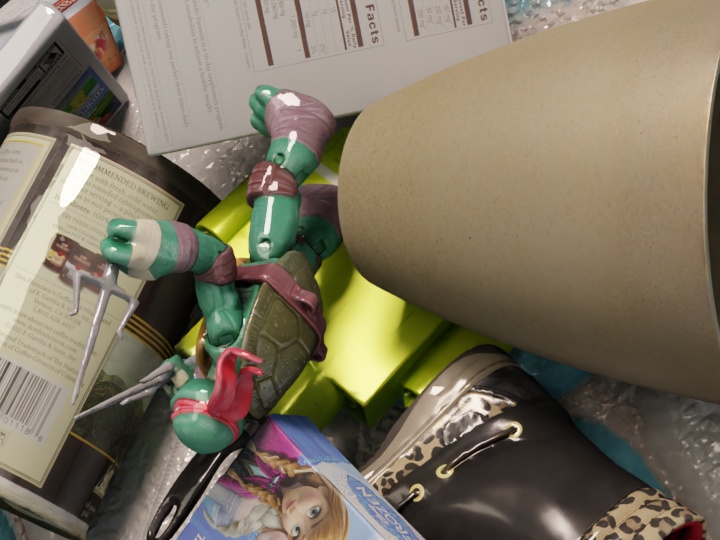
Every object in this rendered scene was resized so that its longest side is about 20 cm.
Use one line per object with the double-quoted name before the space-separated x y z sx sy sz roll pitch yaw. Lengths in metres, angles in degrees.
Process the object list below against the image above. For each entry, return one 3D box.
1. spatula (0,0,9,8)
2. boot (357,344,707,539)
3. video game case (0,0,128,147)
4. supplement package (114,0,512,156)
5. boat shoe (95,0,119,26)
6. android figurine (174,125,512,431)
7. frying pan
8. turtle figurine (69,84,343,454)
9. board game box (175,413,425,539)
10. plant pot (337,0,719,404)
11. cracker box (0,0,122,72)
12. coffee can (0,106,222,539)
"spatula" -0.207 -0.204 1.003 0.200 0.021 0.057 -40 21 17
"boot" 0.053 0.148 0.729 0.150 0.073 0.200 33 80 39
"video game case" -0.230 -0.059 0.963 0.022 0.182 0.200 38 86 8
"supplement package" -0.027 -0.140 0.852 0.198 0.111 0.114 -12 11 -1
"boat shoe" -0.102 -0.241 1.001 0.200 0.066 0.074 -42 50 5
"android figurine" 0.000 0.000 0.833 0.181 0.041 0.200 34 69 23
"frying pan" -0.044 0.068 0.857 0.114 0.031 0.192 -2 63 28
"turtle figurine" -0.061 0.018 0.730 0.100 0.150 0.201 21 54 9
"board game box" -0.026 0.205 0.699 0.199 0.043 0.201 42 104 25
"plant pot" 0.096 -0.037 0.730 0.198 0.187 0.189 3 64 31
"cracker box" -0.281 -0.139 1.079 0.199 0.058 0.134 10 41 36
"coffee can" -0.177 0.031 0.887 0.145 0.146 0.201 14 71 36
